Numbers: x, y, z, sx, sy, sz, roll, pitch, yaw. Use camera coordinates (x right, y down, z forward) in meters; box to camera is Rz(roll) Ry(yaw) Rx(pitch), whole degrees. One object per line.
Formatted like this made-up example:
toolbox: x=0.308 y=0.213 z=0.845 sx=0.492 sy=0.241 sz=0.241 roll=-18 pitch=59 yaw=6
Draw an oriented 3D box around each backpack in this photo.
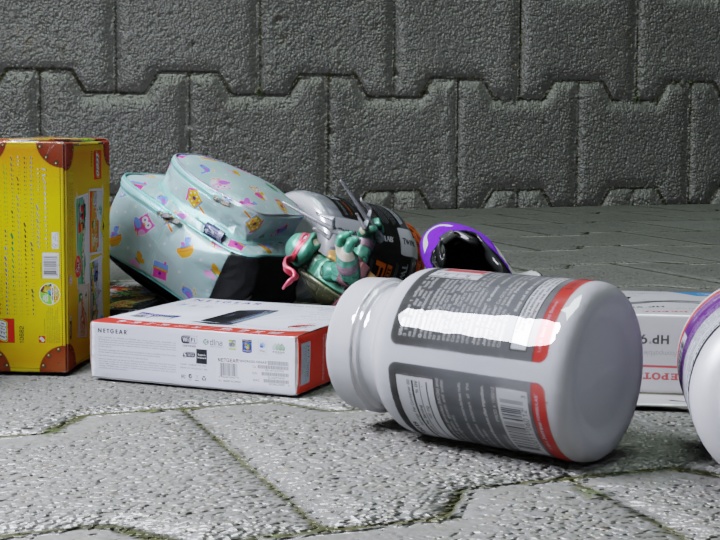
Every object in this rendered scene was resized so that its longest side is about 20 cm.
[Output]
backpack: x=-0.167 y=-0.038 z=1.416 sx=0.198 sy=0.155 sz=0.175 roll=21 pitch=11 yaw=19

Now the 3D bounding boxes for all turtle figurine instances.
turtle figurine: x=0.000 y=0.000 z=1.293 sx=0.199 sy=0.101 sz=0.150 roll=35 pitch=19 yaw=-6

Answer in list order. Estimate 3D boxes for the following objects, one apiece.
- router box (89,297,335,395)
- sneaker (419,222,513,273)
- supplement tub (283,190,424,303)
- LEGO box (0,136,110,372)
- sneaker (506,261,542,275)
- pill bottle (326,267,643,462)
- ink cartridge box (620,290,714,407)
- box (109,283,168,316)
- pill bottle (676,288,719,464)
router box: x=-0.106 y=0.063 z=1.187 sx=0.197 sy=0.050 sz=0.179 roll=3 pitch=7 yaw=22
sneaker: x=0.102 y=-0.011 z=1.320 sx=0.100 sy=0.069 sz=0.200 roll=48 pitch=1 yaw=-36
supplement tub: x=-0.019 y=-0.021 z=1.556 sx=0.121 sy=0.124 sz=0.199 roll=5 pitch=-1 yaw=39
LEGO box: x=-0.281 y=-0.019 z=1.227 sx=0.076 sy=0.203 sz=0.149 roll=1 pitch=6 yaw=4
sneaker: x=0.141 y=0.042 z=1.380 sx=0.084 sy=0.075 sz=0.200 roll=-30 pitch=23 yaw=-13
pill bottle: x=0.080 y=0.058 z=0.917 sx=0.198 sy=0.118 sz=0.115 roll=6 pitch=8 yaw=38
ink cartridge box: x=0.267 y=0.062 z=1.118 sx=0.114 sy=0.069 sz=0.200 roll=1 pitch=6 yaw=6
box: x=-0.270 y=0.044 z=1.413 sx=0.134 sy=0.038 sz=0.200 roll=1 pitch=6 yaw=6
pill bottle: x=0.255 y=0.070 z=0.830 sx=0.110 sy=0.113 sz=0.200 roll=1 pitch=6 yaw=9
